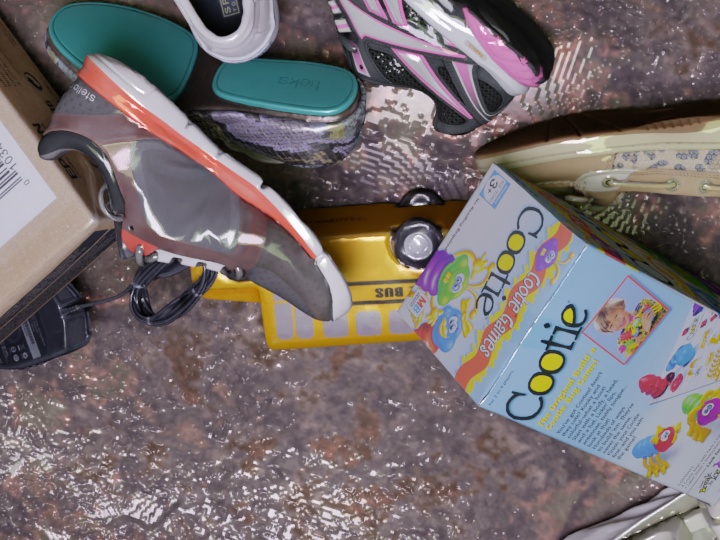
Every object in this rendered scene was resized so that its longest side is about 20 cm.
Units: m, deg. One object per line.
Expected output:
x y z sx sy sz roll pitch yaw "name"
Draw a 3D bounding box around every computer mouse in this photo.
-0.162 0.017 1.002 0.198 0.034 0.059 -16 94 30 "computer mouse"

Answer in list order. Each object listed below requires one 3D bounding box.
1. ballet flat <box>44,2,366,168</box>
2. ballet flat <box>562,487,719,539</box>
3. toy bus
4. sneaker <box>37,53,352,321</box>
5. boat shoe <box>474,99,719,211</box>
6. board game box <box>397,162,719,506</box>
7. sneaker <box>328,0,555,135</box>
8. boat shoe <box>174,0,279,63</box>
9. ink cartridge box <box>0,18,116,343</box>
-0.092 -0.100 0.962 0.198 0.072 0.073 16 110 12 "ballet flat"
0.209 0.164 1.029 0.199 0.070 0.070 -31 104 13 "ballet flat"
0.000 0.000 0.992 0.198 0.065 0.079 -4 110 5 "toy bus"
-0.094 -0.028 0.906 0.200 0.077 0.082 41 85 -7 "sneaker"
0.166 -0.059 0.953 0.198 0.073 0.063 -5 106 6 "boat shoe"
0.139 0.039 0.924 0.199 0.103 0.105 25 104 -36 "board game box"
0.011 -0.151 0.936 0.200 0.080 0.086 43 118 -4 "sneaker"
-0.094 -0.215 0.904 0.073 0.065 0.202 -24 88 4 "boat shoe"
-0.252 -0.059 0.960 0.164 0.075 0.201 -39 85 16 "ink cartridge box"
